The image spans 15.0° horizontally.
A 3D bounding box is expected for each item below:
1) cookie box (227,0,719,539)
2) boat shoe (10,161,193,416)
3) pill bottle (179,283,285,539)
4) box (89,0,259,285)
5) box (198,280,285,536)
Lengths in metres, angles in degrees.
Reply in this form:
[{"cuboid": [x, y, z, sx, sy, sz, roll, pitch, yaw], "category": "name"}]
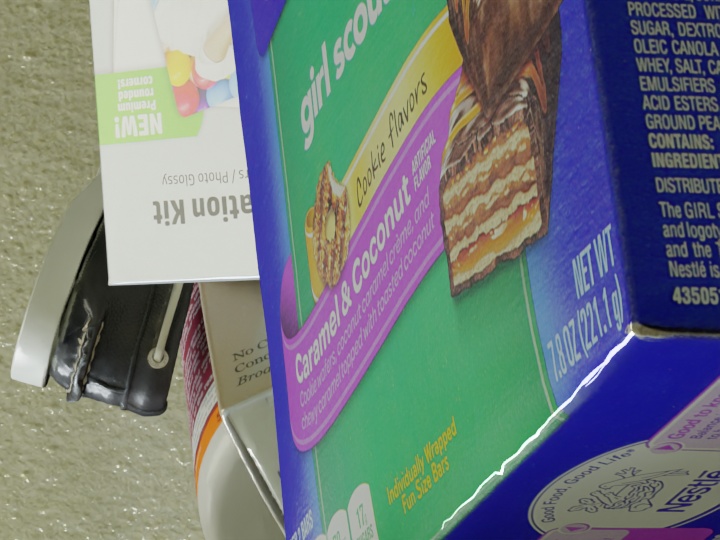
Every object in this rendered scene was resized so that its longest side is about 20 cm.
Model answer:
[{"cuboid": [0.035, -0.047, 0.494, 0.171, 0.075, 0.200, 126, 142, -59], "category": "cookie box"}, {"cuboid": [-0.067, -0.039, 1.000, 0.074, 0.060, 0.200, 114, 175, -60], "category": "boat shoe"}, {"cuboid": [-0.011, 0.028, 1.026, 0.200, 0.114, 0.114, -103, 10, -56], "category": "pill bottle"}, {"cuboid": [-0.010, -0.098, 0.781, 0.041, 0.156, 0.201, -7, -86, -54], "category": "box"}, {"cuboid": [0.000, 0.000, 0.878, 0.200, 0.095, 0.078, -108, -8, -58], "category": "box"}]
